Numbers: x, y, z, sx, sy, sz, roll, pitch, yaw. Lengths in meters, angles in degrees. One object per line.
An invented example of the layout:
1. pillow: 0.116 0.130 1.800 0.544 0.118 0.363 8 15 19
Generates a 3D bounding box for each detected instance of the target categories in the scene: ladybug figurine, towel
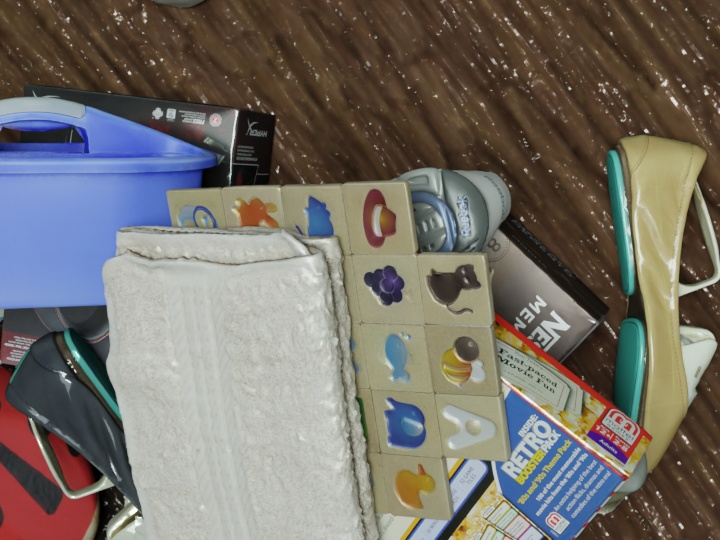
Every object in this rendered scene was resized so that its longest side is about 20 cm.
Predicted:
1. ladybug figurine: -0.229 0.130 0.798 0.072 0.200 0.136 1 55 32
2. towel: -0.058 0.075 0.626 0.132 0.034 0.201 1 109 29

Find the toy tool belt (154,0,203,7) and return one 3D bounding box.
1. toy tool belt: -0.172 -0.243 0.788 0.199 0.123 0.126 27 100 12

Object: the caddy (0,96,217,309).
1. caddy: -0.178 -0.042 0.700 0.199 0.141 0.106 -2 100 -20

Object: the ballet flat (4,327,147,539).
1. ballet flat: -0.142 0.126 0.779 0.073 0.073 0.200 -36 103 14

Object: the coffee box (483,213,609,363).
1. coffee box: 0.041 0.060 0.772 0.113 0.080 0.200 45 103 9

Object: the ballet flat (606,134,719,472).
1. ballet flat: 0.179 0.022 0.742 0.063 0.069 0.202 -2 94 1

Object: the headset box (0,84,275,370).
1. headset box: -0.143 -0.010 0.820 0.148 0.075 0.202 9 96 14

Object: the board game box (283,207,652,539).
1. board game box: 0.020 0.079 0.641 0.200 0.046 0.152 39 122 10

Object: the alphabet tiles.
1. alphabet tiles: -0.025 0.039 0.619 0.199 0.006 0.168 0 108 29

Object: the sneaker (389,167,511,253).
1. sneaker: 0.000 0.000 0.703 0.199 0.087 0.075 -21 90 33

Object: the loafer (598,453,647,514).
1. loafer: 0.058 0.093 0.699 0.199 0.075 0.070 15 119 23

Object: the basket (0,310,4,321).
1. basket: -0.324 -0.019 0.796 0.175 0.200 0.140 8 97 29
